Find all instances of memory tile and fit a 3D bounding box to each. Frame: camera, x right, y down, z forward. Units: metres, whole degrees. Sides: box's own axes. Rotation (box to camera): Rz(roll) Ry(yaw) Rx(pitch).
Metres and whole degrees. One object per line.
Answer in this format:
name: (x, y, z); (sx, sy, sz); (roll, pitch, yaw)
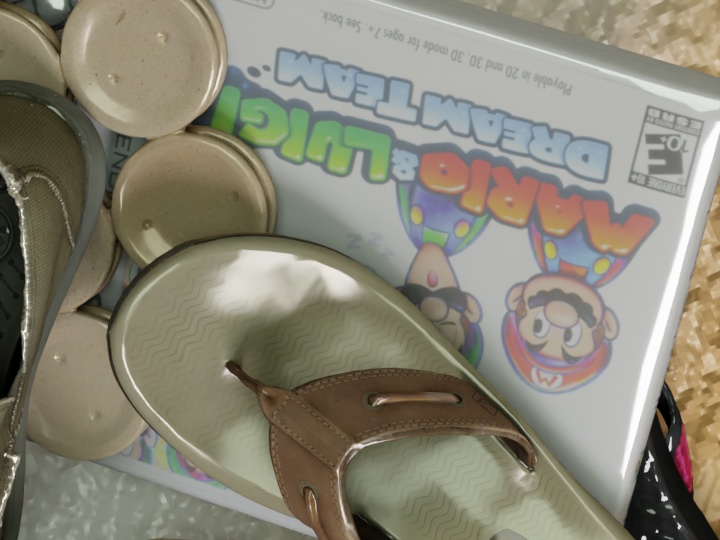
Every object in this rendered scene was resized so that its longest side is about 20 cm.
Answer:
memory tile: (-0.105, -0.035, 0.893); (0.153, 0.017, 0.201); (-11, 105, 17)

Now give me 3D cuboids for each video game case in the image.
video game case: (0.000, 0.000, 0.898); (0.199, 0.024, 0.183); (17, 113, 11)

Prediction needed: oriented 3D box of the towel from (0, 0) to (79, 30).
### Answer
towel: (-0.124, -0.154, 0.939); (0.199, 0.086, 0.166); (-19, 93, 6)

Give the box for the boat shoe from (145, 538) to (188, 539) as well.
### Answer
boat shoe: (0.015, 0.133, 0.906); (0.199, 0.071, 0.065); (11, 122, 6)

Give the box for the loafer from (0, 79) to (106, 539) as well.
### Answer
loafer: (-0.134, 0.040, 0.861); (0.075, 0.070, 0.201); (16, 99, 8)

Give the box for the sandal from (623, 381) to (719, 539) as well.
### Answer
sandal: (0.076, 0.064, 0.937); (0.075, 0.045, 0.200); (-23, 99, 22)

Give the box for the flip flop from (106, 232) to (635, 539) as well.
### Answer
flip flop: (0.013, 0.062, 0.857); (0.200, 0.058, 0.081); (42, 90, -1)
